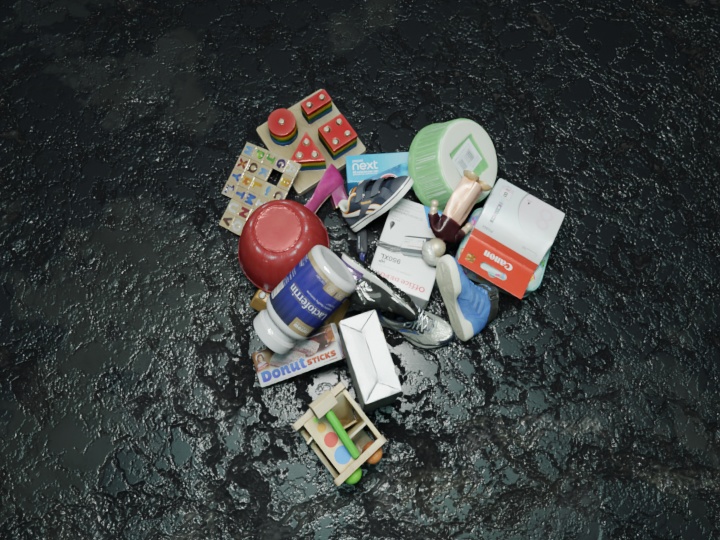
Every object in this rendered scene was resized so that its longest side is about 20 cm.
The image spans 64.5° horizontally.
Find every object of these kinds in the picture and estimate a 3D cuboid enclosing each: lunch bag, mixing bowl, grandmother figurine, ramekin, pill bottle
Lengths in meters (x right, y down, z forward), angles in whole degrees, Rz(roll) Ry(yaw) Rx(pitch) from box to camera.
[{"bbox_3d":[0.316,-0.042,1.256,0.195,0.077,0.164,21,71,5],"label":"lunch bag"},{"bbox_3d":[-0.160,-0.065,1.157,0.194,0.109,0.206,1,73,-2],"label":"mixing bowl"},{"bbox_3d":[0.186,-0.104,1.172,0.119,0.061,0.203,29,93,-20],"label":"grandmother figurine"},{"bbox_3d":[0.209,-0.232,1.255,0.195,0.097,0.207,2,87,-32],"label":"ramekin"},{"bbox_3d":[-0.110,0.060,1.101,0.200,0.115,0.116,-46,76,13],"label":"pill bottle"}]

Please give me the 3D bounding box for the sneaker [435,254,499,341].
[{"bbox_3d":[0.230,0.040,1.193,0.109,0.076,0.204,-28,115,-16],"label":"sneaker"}]

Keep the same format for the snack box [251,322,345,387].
[{"bbox_3d":[-0.128,0.174,1.164,0.196,0.024,0.074,-22,85,20],"label":"snack box"}]

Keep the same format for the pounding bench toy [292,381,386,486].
[{"bbox_3d":[-0.034,0.315,1.077,0.123,0.201,0.157,-38,76,-12],"label":"pounding bench toy"}]

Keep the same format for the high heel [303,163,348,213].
[{"bbox_3d":[-0.122,-0.162,1.283,0.196,0.067,0.098,-26,95,-13],"label":"high heel"}]

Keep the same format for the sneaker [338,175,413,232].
[{"bbox_3d":[0.025,-0.159,1.227,0.080,0.198,0.079,47,41,-12],"label":"sneaker"}]

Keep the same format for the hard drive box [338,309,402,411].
[{"bbox_3d":[0.016,0.184,1.119,0.075,0.201,0.160,-17,74,-6],"label":"hard drive box"}]

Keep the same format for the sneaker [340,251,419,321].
[{"bbox_3d":[0.025,0.054,1.158,0.198,0.076,0.089,37,100,11],"label":"sneaker"}]

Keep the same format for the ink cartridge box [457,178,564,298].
[{"bbox_3d":[0.317,-0.071,1.198,0.160,0.057,0.203,29,68,5],"label":"ink cartridge box"}]

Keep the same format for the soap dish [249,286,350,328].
[{"bbox_3d":[-0.120,0.047,1.222,0.196,0.081,0.160,27,74,6],"label":"soap dish"}]

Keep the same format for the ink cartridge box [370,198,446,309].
[{"bbox_3d":[0.108,-0.037,1.249,0.141,0.084,0.205,18,74,6],"label":"ink cartridge box"}]

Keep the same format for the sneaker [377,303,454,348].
[{"bbox_3d":[0.105,0.106,1.204,0.195,0.085,0.079,18,73,4],"label":"sneaker"}]

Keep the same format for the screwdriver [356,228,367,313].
[{"bbox_3d":[0.000,0.000,1.254,0.028,0.028,0.205,1,64,8],"label":"screwdriver"}]

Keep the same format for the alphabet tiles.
[{"bbox_3d":[-0.242,-0.177,1.295,0.164,0.008,0.204,24,85,24],"label":"alphabet tiles"}]

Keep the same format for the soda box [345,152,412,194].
[{"bbox_3d":[0.064,-0.226,1.318,0.194,0.064,0.070,-4,72,-1],"label":"soda box"}]

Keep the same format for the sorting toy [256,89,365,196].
[{"bbox_3d":[-0.119,-0.317,1.342,0.196,0.070,0.202,-33,76,-10],"label":"sorting toy"}]
